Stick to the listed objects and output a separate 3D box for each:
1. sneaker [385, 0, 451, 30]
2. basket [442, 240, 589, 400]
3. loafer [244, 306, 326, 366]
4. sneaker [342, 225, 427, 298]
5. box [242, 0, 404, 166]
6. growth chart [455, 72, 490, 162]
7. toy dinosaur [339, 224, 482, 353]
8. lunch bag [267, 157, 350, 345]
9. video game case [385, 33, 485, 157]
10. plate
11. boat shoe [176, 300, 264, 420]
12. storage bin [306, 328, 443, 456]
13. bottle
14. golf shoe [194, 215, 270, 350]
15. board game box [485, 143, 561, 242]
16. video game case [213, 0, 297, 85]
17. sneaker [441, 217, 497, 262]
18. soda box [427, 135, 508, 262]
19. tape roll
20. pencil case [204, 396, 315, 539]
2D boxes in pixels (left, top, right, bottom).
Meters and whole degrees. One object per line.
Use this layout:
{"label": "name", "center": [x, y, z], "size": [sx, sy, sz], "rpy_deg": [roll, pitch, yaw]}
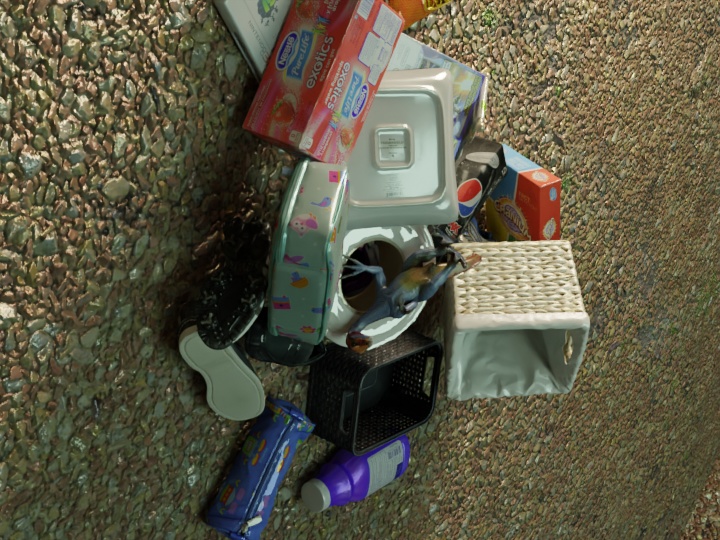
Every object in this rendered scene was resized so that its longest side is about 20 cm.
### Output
{"label": "sneaker", "center": [0.101, -0.381, 1.548], "size": [0.200, 0.077, 0.073], "rpy_deg": [-47, 135, -30]}
{"label": "basket", "center": [0.217, 0.073, 1.727], "size": [0.199, 0.198, 0.162], "rpy_deg": [90, -4, -54]}
{"label": "loafer", "center": [-0.093, 0.086, 1.479], "size": [0.201, 0.070, 0.069], "rpy_deg": [34, 65, -74]}
{"label": "sneaker", "center": [0.031, -0.047, 1.629], "size": [0.087, 0.074, 0.201], "rpy_deg": [26, 86, -50]}
{"label": "box", "center": [-0.041, -0.232, 1.376], "size": [0.102, 0.094, 0.201], "rpy_deg": [23, 89, -55]}
{"label": "growth chart", "center": [0.138, -0.182, 1.634], "size": [0.200, 0.018, 0.145], "rpy_deg": [116, -10, -49]}
{"label": "toy dinosaur", "center": [0.063, 0.039, 1.513], "size": [0.199, 0.105, 0.182], "rpy_deg": [25, 110, -45]}
{"label": "lunch bag", "center": [-0.060, -0.022, 1.367], "size": [0.201, 0.076, 0.161], "rpy_deg": [99, 1, -49]}
{"label": "video game case", "center": [0.050, -0.199, 1.535], "size": [0.180, 0.045, 0.201], "rpy_deg": [21, 90, -27]}
{"label": "plate", "center": [0.036, -0.154, 1.478], "size": [0.198, 0.032, 0.202], "rpy_deg": [-4, 94, -21]}
{"label": "boat shoe", "center": [-0.173, 0.114, 1.441], "size": [0.073, 0.061, 0.200], "rpy_deg": [-21, 138, 8]}
{"label": "storage bin", "center": [0.022, 0.169, 1.705], "size": [0.199, 0.093, 0.136], "rpy_deg": [-16, 120, -48]}
{"label": "bottle", "center": [-0.007, 0.302, 1.756], "size": [0.199, 0.065, 0.084], "rpy_deg": [-22, 123, -47]}
{"label": "golf shoe", "center": [-0.140, 0.029, 1.380], "size": [0.095, 0.077, 0.201], "rpy_deg": [87, 13, -45]}
{"label": "board game box", "center": [0.254, -0.078, 1.843], "size": [0.040, 0.153, 0.201], "rpy_deg": [-19, 124, -21]}
{"label": "video game case", "center": [-0.074, -0.319, 1.388], "size": [0.201, 0.024, 0.182], "rpy_deg": [-55, 143, -21]}
{"label": "sneaker", "center": [0.190, -0.020, 1.856], "size": [0.086, 0.077, 0.200], "rpy_deg": [-61, 145, -18]}
{"label": "soda box", "center": [0.138, -0.110, 1.738], "size": [0.200, 0.070, 0.064], "rpy_deg": [-51, 145, -24]}
{"label": "tape roll", "center": [0.000, 0.000, 1.552], "size": [0.201, 0.071, 0.204], "rpy_deg": [-11, 112, -29]}
{"label": "pencil case", "center": [-0.132, 0.269, 1.554], "size": [0.078, 0.087, 0.201], "rpy_deg": [29, 80, -22]}
